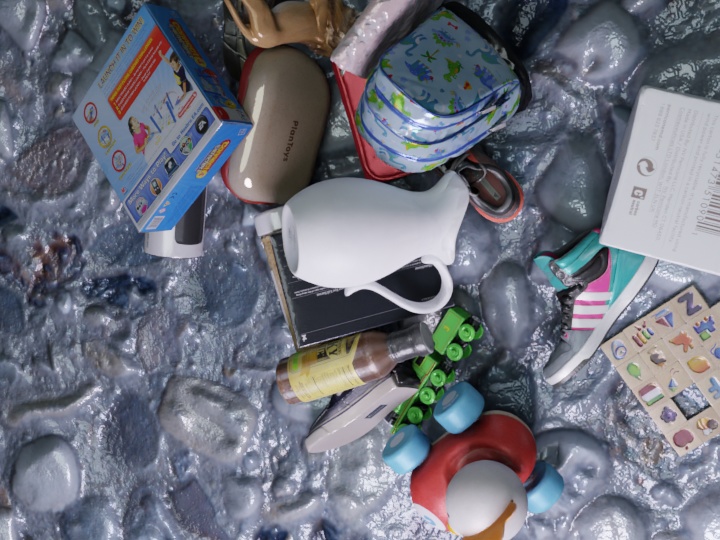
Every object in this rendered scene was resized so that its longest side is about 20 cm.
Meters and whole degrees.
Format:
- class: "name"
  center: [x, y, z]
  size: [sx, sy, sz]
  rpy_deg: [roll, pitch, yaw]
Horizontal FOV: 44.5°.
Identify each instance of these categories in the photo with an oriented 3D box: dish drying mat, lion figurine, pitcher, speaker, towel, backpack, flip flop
- class: "dish drying mat"
  center: [0.015, -0.212, 1.120]
  size: [0.076, 0.018, 0.201]
  rpy_deg: [-16, 93, 17]
- class: "lion figurine"
  center: [-0.083, -0.300, 1.052]
  size: [0.199, 0.072, 0.123]
  rpy_deg: [-13, 89, -21]
- class: "pitcher"
  center: [0.017, -0.023, 1.003]
  size: [0.199, 0.121, 0.173]
  rpy_deg: [-7, 109, -17]
- class: "speaker"
  center: [-0.244, -0.121, 1.178]
  size: [0.081, 0.081, 0.201]
  rpy_deg: [9, 100, 15]
- class: "towel"
  center: [0.054, -0.301, 0.997]
  size: [0.032, 0.191, 0.200]
  rpy_deg: [39, 101, 6]
- class: "backpack"
  center: [0.084, -0.203, 0.995]
  size: [0.200, 0.154, 0.163]
  rpy_deg: [-40, 83, -13]
- class: "flip flop"
  center: [-0.134, -0.342, 1.130]
  size: [0.081, 0.058, 0.201]
  rpy_deg: [12, 116, 10]

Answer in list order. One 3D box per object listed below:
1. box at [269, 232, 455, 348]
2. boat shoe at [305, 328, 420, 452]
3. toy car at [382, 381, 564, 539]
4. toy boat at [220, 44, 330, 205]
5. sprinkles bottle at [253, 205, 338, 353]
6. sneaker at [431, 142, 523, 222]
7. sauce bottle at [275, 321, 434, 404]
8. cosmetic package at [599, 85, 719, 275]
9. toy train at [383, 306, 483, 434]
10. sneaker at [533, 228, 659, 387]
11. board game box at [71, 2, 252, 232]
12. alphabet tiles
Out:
- class: "box"
  center: [0.000, 0.000, 1.089]
  size: [0.199, 0.079, 0.142]
  rpy_deg: [-14, 92, -5]
- class: "boat shoe"
  center: [-0.009, 0.158, 1.163]
  size: [0.200, 0.074, 0.093]
  rpy_deg: [-39, 58, 28]
- class: "toy car"
  center: [0.133, 0.271, 1.040]
  size: [0.177, 0.200, 0.184]
  rpy_deg: [-41, 100, 17]
- class: "toy boat"
  center: [-0.125, -0.191, 1.125]
  size: [0.130, 0.130, 0.201]
  rpy_deg: [27, 107, 41]
- class: "sprinkles bottle"
  center: [-0.080, 0.014, 1.155]
  size: [0.068, 0.068, 0.201]
  rpy_deg: [-16, 94, 18]
- class: "sneaker"
  center: [0.117, -0.138, 1.063]
  size: [0.200, 0.082, 0.077]
  rpy_deg: [38, 99, 6]
- class: "sauce bottle"
  center: [-0.007, 0.110, 1.082]
  size: [0.199, 0.065, 0.065]
  rpy_deg: [-20, 92, 19]
- class: "cosmetic package"
  center: [0.357, -0.097, 0.940]
  size: [0.164, 0.200, 0.166]
  rpy_deg: [16, 102, 13]
- class: "toy train"
  center: [0.089, 0.134, 1.137]
  size: [0.056, 0.042, 0.201]
  rpy_deg: [38, 109, 23]
- class: "sneaker"
  center: [0.249, 0.031, 1.050]
  size: [0.120, 0.084, 0.200]
  rpy_deg: [35, 98, 4]
- class: "board game box"
  center: [-0.252, -0.186, 1.092]
  size: [0.200, 0.056, 0.196]
  rpy_deg: [-44, 69, 30]
- class: "alphabet tiles"
  center: [0.419, 0.103, 1.053]
  size: [0.200, 0.008, 0.168]
  rpy_deg: [-37, 86, 17]
